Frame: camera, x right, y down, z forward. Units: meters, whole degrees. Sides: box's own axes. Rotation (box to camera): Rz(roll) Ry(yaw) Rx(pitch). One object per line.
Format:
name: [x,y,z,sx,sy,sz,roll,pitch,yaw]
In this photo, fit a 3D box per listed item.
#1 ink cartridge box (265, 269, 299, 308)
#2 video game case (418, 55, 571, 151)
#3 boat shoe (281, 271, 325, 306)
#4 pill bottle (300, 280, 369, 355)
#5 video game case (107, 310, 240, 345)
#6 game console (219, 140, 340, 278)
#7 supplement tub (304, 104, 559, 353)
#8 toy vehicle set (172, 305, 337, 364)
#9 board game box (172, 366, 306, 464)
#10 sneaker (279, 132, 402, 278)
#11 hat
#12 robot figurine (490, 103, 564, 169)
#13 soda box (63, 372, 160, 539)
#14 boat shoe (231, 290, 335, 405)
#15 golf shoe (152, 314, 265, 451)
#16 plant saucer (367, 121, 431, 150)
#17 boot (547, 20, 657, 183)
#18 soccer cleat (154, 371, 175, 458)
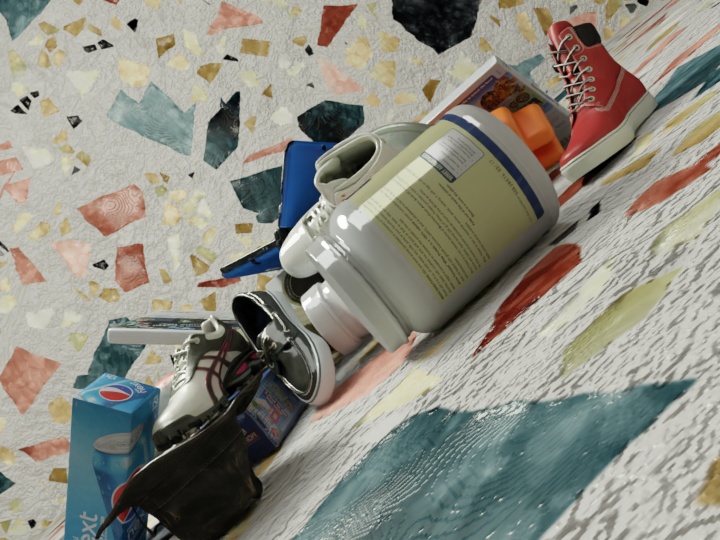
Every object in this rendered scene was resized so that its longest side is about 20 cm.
ink cartridge box: [-0.021,0.011,1.145,0.199,0.083,0.147,-23,-3,-22]
video game case: [0.195,-0.191,1.090,0.143,0.199,0.018,-38,43,34]
boat shoe: [0.001,0.001,1.022,0.200,0.072,0.066,-8,-8,-13]
pill bottle: [0.035,-0.002,0.892,0.200,0.112,0.112,-40,3,10]
video game case: [-0.224,0.080,1.139,0.199,0.023,0.182,1,5,6]
game console: [-0.085,-0.080,1.069,0.170,0.119,0.200,-25,-7,29]
supplement tub: [0.063,-0.036,0.736,0.200,0.145,0.145,-40,3,-5]
toy vehicle set: [-0.125,0.105,1.032,0.199,0.027,0.124,-20,-26,-7]
board game box: [-0.129,0.170,0.944,0.200,0.062,0.200,-39,3,33]
sneaker: [-0.036,-0.075,0.893,0.200,0.074,0.115,-41,-28,15]
hat: [-0.131,0.182,0.687,0.200,0.081,0.201,-42,-5,-4]
robot figurine: [0.158,-0.130,1.042,0.199,0.117,0.144,-28,-5,15]
soda box: [-0.260,0.215,0.845,0.064,0.067,0.201,-51,-27,-69]
boat shoe: [-0.090,0.083,0.890,0.200,0.056,0.069,45,122,53]
golf shoe: [-0.180,0.122,0.876,0.077,0.088,0.200,-37,6,25]
plant saucer: [0.070,-0.085,0.980,0.200,0.200,0.050,-37,22,47]
boot: [0.229,-0.187,0.859,0.072,0.144,0.200,-34,8,46]
soccer cleat: [-0.248,0.195,0.942,0.200,0.069,0.085,-43,14,11]
